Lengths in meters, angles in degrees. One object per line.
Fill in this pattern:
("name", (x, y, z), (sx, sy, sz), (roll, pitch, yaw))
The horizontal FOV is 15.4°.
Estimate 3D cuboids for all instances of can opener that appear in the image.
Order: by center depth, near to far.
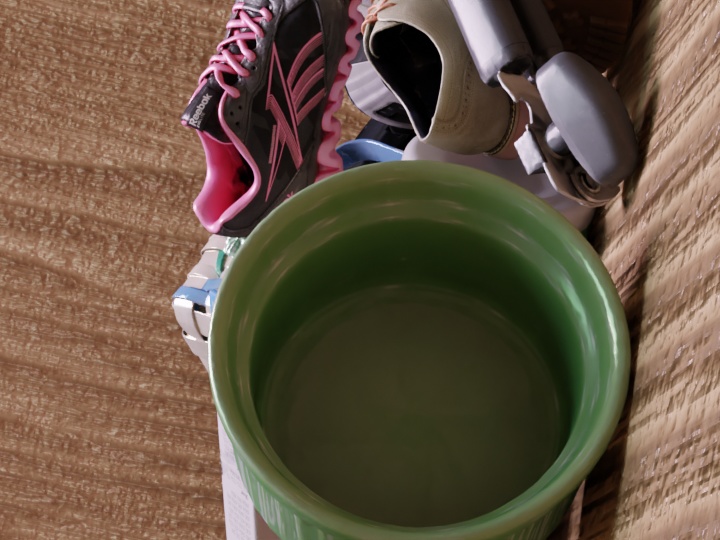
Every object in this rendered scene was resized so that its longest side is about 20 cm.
("can opener", (0.093, -0.125, 1.397), (0.067, 0.053, 0.201), (-40, 62, 37))

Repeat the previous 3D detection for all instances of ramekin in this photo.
("ramekin", (0.026, 0.057, 1.283), (0.098, 0.198, 0.201), (94, -174, -62))

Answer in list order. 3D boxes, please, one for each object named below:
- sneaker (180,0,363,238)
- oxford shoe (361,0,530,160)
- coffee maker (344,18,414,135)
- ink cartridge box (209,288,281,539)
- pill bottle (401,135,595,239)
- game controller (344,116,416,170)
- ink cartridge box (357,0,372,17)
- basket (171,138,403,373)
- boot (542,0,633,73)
("sneaker", (-0.057, -0.108, 1.502), (0.079, 0.095, 0.202), (23, 117, 48))
("oxford shoe", (0.033, -0.149, 1.467), (0.071, 0.073, 0.201), (-57, 46, 40))
("coffee maker", (0.073, -0.189, 1.693), (0.193, 0.134, 0.200), (-61, 16, -10))
("ink cartridge box", (-0.012, 0.106, 1.409), (0.068, 0.115, 0.202), (-155, 61, -70))
("pill bottle", (0.056, 0.030, 1.497), (0.111, 0.110, 0.201), (-85, 8, -62))
("game controller", (0.013, -0.076, 1.824), (0.200, 0.042, 0.104), (-53, -3, -41))
("ink cartridge box", (0.017, -0.223, 1.573), (0.146, 0.199, 0.048), (-65, -21, -5))
("basket", (0.000, 0.000, 1.629), (0.200, 0.176, 0.140), (-43, -50, -32))
("boot", (0.129, -0.185, 1.477), (0.200, 0.075, 0.108), (118, 170, -56))
